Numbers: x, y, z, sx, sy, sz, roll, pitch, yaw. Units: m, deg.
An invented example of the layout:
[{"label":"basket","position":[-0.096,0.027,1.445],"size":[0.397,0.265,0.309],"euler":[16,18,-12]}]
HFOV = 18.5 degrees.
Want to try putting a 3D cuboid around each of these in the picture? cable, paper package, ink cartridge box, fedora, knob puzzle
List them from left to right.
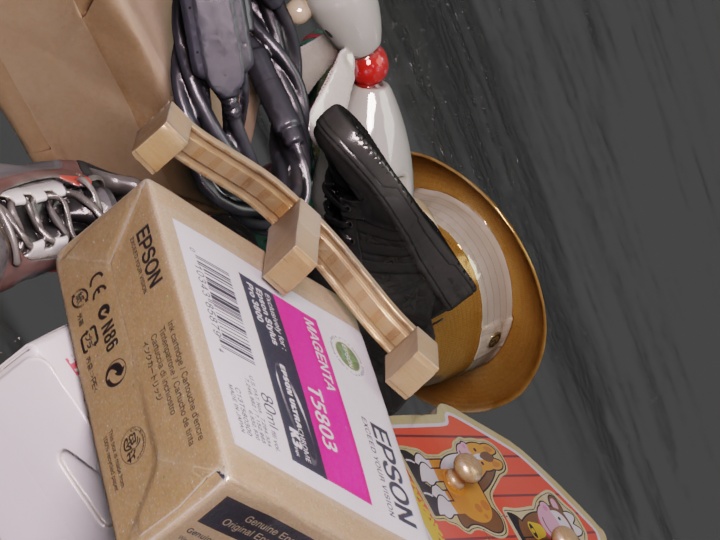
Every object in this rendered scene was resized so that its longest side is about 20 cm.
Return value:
[{"label":"paper package","position":[-0.133,-0.152,1.274],"size":[0.201,0.103,0.191],"euler":[-80,151,-46]},{"label":"ink cartridge box","position":[-0.114,0.096,1.155],"size":[0.146,0.084,0.200],"euler":[55,21,2]},{"label":"cable","position":[-0.067,-0.119,1.233],"size":[0.163,0.050,0.202],"euler":[-65,145,-71]},{"label":"ink cartridge box","position":[-0.056,0.074,1.088],"size":[0.164,0.075,0.201],"euler":[31,28,-42]},{"label":"fedora","position":[0.033,0.021,1.489],"size":[0.082,0.200,0.202],"euler":[-32,112,-38]},{"label":"knob puzzle","position":[0.099,0.160,1.353],"size":[0.219,0.030,0.220],"euler":[35,29,-23]}]

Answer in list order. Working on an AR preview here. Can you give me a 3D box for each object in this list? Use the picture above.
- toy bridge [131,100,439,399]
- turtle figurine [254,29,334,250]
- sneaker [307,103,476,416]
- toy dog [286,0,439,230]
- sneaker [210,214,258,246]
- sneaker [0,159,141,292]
[{"label":"toy bridge","position":[-0.034,-0.013,1.138],"size":[0.200,0.027,0.067],"euler":[42,18,-17]},{"label":"turtle figurine","position":[-0.049,-0.094,1.484],"size":[0.150,0.100,0.201],"euler":[44,46,-50]},{"label":"sneaker","position":[-0.001,-0.002,1.328],"size":[0.200,0.104,0.060],"euler":[52,5,-39]},{"label":"toy dog","position":[-0.021,-0.087,1.374],"size":[0.132,0.096,0.201],"euler":[-148,-140,-78]},{"label":"sneaker","position":[-0.101,0.004,1.334],"size":[0.200,0.076,0.084],"euler":[40,37,-75]},{"label":"sneaker","position":[-0.169,-0.030,1.140],"size":[0.200,0.081,0.078],"euler":[-30,107,-69]}]
